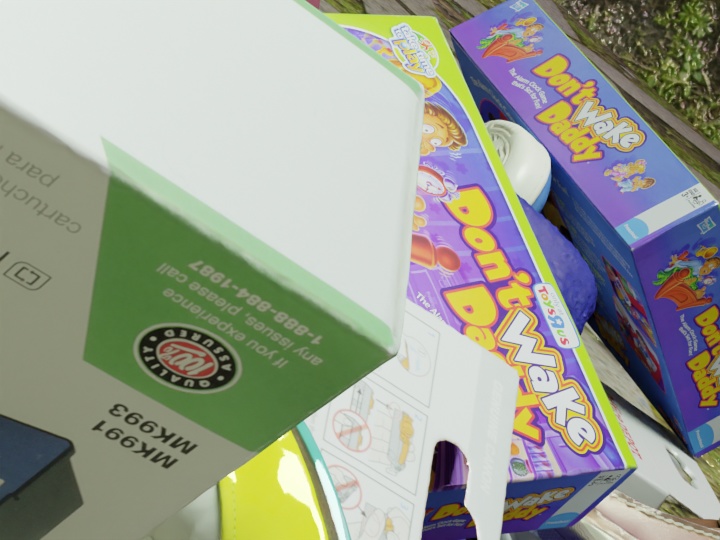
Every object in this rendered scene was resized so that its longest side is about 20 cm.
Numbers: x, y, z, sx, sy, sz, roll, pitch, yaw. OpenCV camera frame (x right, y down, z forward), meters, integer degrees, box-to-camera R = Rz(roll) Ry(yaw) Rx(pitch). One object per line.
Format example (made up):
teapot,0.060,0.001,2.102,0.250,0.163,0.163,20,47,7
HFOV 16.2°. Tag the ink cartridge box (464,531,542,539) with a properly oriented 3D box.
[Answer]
ink cartridge box,0.127,0.176,0.979,0.198,0.043,0.200,35,12,-18

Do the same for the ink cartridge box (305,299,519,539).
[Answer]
ink cartridge box,-0.046,0.048,0.778,0.200,0.057,0.163,38,41,-25

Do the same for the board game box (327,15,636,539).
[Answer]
board game box,0.000,0.000,0.909,0.134,0.045,0.201,-3,59,-37

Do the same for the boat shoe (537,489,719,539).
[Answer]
boat shoe,0.165,0.132,1.049,0.199,0.072,0.076,31,-18,-8

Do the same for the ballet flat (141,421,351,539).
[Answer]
ballet flat,-0.049,0.041,0.704,0.067,0.067,0.201,0,57,-20

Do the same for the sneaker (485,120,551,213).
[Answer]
sneaker,0.066,0.001,1.196,0.111,0.077,0.200,39,-26,-11

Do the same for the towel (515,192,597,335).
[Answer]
towel,-0.001,0.020,0.973,0.148,0.050,0.200,42,43,-1

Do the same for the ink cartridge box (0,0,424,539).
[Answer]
ink cartridge box,-0.105,0.002,0.549,0.145,0.200,0.088,33,41,-27

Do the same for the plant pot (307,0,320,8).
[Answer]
plant pot,-0.112,-0.164,1.196,0.200,0.200,0.179,49,1,38

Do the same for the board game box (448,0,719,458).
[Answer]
board game box,0.116,-0.024,1.186,0.200,0.045,0.135,56,-10,49

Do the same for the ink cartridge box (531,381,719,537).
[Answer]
ink cartridge box,0.061,0.069,1.104,0.200,0.068,0.116,34,13,-17
